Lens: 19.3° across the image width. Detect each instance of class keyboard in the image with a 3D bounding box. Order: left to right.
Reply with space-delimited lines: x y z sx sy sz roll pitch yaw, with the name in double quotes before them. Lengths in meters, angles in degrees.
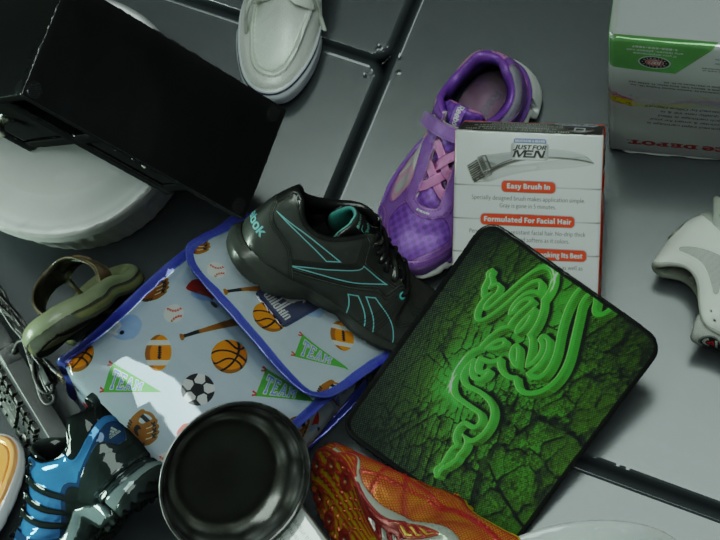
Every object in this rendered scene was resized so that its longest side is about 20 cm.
"keyboard" -0.271 0.070 1.619 0.021 0.127 0.200 -24 69 -32

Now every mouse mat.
"mouse mat" 0.102 0.086 1.566 0.161 0.008 0.200 35 103 1

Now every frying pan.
"frying pan" -0.086 0.182 1.508 0.115 0.031 0.191 -14 108 -22

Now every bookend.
"bookend" -0.198 -0.119 1.569 0.200 0.198 0.092 1 66 54

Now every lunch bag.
"lunch bag" -0.099 0.072 1.596 0.200 0.124 0.170 -40 78 -15

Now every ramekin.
"ramekin" -0.227 -0.110 1.680 0.202 0.094 0.203 -2 74 7

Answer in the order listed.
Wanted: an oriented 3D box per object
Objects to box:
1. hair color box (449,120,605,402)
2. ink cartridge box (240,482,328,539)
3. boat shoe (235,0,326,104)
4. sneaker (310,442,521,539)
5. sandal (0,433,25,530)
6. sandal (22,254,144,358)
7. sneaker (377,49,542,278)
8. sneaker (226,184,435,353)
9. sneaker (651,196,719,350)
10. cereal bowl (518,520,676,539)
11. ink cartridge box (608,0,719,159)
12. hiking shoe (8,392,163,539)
"hair color box" 0.125 -0.008 1.580 0.111 0.064 0.201 3 102 8
"ink cartridge box" -0.094 0.270 1.553 0.200 0.084 0.144 -37 73 -4
"boat shoe" -0.058 -0.238 1.701 0.074 0.086 0.203 12 75 10
"sneaker" 0.036 0.185 1.558 0.200 0.077 0.073 31 119 42
"sandal" -0.322 0.211 1.602 0.079 0.059 0.207 6 68 36
"sandal" -0.214 0.016 1.586 0.080 0.201 0.057 -41 91 6
"sneaker" 0.070 -0.091 1.640 0.080 0.088 0.200 27 79 13
"sneaker" 0.000 0.000 1.576 0.079 0.200 0.076 -49 34 27
"sneaker" 0.296 0.044 1.582 0.088 0.074 0.200 -37 63 -5
"cereal bowl" 0.146 0.263 1.491 0.199 0.200 0.084 -16 113 2
"ink cartridge box" 0.260 -0.158 1.579 0.144 0.200 0.084 6 71 9
"hiking shoe" -0.215 0.164 1.563 0.200 0.074 0.087 -40 82 39
